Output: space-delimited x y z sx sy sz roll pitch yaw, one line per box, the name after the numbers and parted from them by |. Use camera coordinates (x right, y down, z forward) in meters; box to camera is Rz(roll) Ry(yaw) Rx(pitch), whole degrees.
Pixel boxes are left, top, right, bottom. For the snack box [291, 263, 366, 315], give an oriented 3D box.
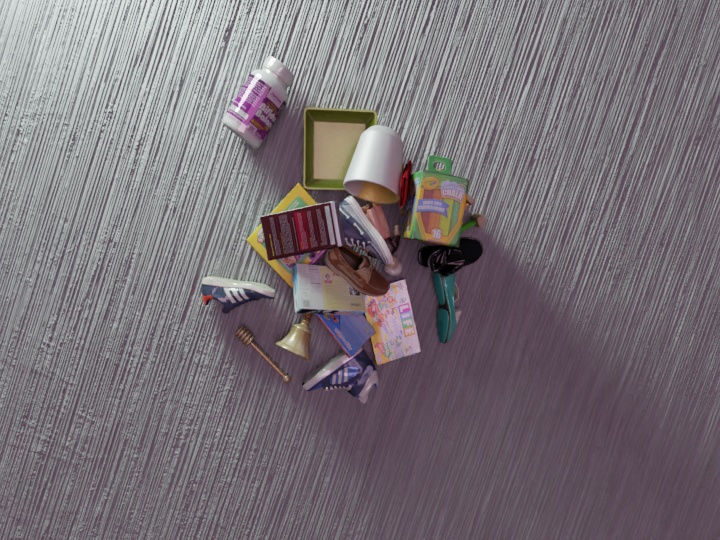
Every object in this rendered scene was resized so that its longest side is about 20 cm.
-0.080 0.051 1.359 0.194 0.037 0.121 6 66 -32 | snack box

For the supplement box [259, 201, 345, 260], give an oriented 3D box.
-0.141 -0.098 1.303 0.192 0.061 0.114 -9 95 9 | supplement box

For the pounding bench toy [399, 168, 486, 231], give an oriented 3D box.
0.221 -0.136 1.400 0.198 0.124 0.158 39 89 -9 | pounding bench toy

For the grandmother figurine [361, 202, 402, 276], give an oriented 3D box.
0.057 -0.080 1.417 0.118 0.061 0.206 -23 95 4 | grandmother figurine

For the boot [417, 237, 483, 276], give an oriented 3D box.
0.254 -0.036 1.391 0.191 0.168 0.080 -7 99 -7 | boot

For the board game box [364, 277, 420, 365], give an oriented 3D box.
0.081 0.139 1.450 0.129 0.034 0.208 -15 97 -7 | board game box

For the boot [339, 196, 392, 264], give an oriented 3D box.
-0.005 -0.082 1.352 0.089 0.073 0.203 -35 85 -11 | boot

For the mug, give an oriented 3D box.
0.043 -0.262 1.324 0.143 0.187 0.160 12 80 4 | mug

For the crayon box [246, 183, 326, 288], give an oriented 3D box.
-0.171 -0.091 1.384 0.173 0.058 0.200 45 88 -8 | crayon box

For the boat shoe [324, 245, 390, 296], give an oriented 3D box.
0.000 0.000 1.366 0.196 0.072 0.078 29 50 -19 | boat shoe

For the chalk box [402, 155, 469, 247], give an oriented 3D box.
0.180 -0.169 1.265 0.120 0.124 0.209 7 94 -8 | chalk box

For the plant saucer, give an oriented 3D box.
-0.054 -0.314 1.386 0.191 0.048 0.209 0 95 -8 | plant saucer

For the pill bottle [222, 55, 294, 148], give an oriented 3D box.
-0.249 -0.421 1.317 0.110 0.112 0.204 32 91 -9 | pill bottle

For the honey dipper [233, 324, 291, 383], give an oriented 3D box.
-0.256 0.227 1.412 0.038 0.038 0.200 -44 102 -2 | honey dipper

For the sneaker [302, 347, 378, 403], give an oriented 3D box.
-0.043 0.310 1.423 0.196 0.080 0.150 -32 94 -10 | sneaker

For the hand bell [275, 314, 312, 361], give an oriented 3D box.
-0.141 0.123 1.406 0.101 0.104 0.206 25 78 -9 | hand bell

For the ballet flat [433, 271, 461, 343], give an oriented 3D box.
0.246 0.097 1.456 0.068 0.067 0.209 -9 98 -21 | ballet flat

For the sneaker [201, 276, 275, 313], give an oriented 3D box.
-0.317 0.071 1.372 0.191 0.075 0.088 8 93 2 | sneaker

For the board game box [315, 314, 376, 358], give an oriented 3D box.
-0.055 0.117 1.395 0.102 0.019 0.202 -39 91 -27 | board game box

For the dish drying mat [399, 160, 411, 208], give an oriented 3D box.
0.113 -0.219 1.323 0.017 0.201 0.080 4 112 7 | dish drying mat
